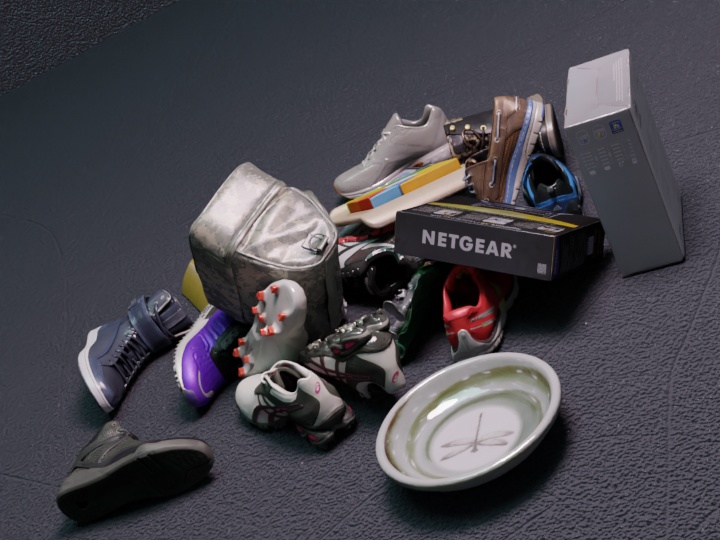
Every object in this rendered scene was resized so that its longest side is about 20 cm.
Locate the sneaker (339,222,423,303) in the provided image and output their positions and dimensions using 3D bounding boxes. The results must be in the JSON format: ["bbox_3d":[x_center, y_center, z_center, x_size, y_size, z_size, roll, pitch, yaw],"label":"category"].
[{"bbox_3d":[0.000,0.000,1.754,0.199,0.071,0.098,-19,35,28],"label":"sneaker"}]

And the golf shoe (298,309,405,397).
[{"bbox_3d":[-0.011,0.107,1.553,0.077,0.089,0.200,-29,1,-19],"label":"golf shoe"}]

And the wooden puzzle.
[{"bbox_3d":[0.059,-0.106,1.805,0.184,0.038,0.200,-25,10,-13],"label":"wooden puzzle"}]

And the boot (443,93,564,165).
[{"bbox_3d":[0.194,-0.184,1.877,0.149,0.074,0.200,-15,21,4],"label":"boot"}]

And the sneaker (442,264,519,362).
[{"bbox_3d":[0.133,0.019,1.579,0.076,0.085,0.201,-16,28,18],"label":"sneaker"}]

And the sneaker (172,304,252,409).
[{"bbox_3d":[-0.167,0.093,1.741,0.099,0.070,0.201,-13,30,21],"label":"sneaker"}]

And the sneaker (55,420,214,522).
[{"bbox_3d":[-0.256,0.214,1.596,0.198,0.076,0.115,-22,32,21],"label":"sneaker"}]

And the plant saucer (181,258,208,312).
[{"bbox_3d":[-0.154,-0.013,1.947,0.199,0.049,0.200,-33,26,-12],"label":"plant saucer"}]

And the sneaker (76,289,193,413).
[{"bbox_3d":[-0.298,0.102,1.839,0.145,0.077,0.203,-27,25,6],"label":"sneaker"}]

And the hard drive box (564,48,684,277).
[{"bbox_3d":[0.300,-0.122,1.551,0.076,0.201,0.156,-17,27,20],"label":"hard drive box"}]

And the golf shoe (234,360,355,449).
[{"bbox_3d":[-0.085,0.136,1.571,0.077,0.088,0.199,-43,29,-27],"label":"golf shoe"}]

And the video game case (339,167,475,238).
[{"bbox_3d":[0.085,-0.083,1.877,0.199,0.026,0.181,4,40,47],"label":"video game case"}]

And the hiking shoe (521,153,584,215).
[{"bbox_3d":[0.240,-0.113,1.712,0.074,0.087,0.200,-18,28,3],"label":"hiking shoe"}]

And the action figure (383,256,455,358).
[{"bbox_3d":[0.078,0.016,1.642,0.054,0.119,0.200,30,37,10],"label":"action figure"}]

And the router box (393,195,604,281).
[{"bbox_3d":[0.161,-0.040,1.574,0.199,0.053,0.157,11,14,30],"label":"router box"}]

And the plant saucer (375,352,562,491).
[{"bbox_3d":[0.114,0.162,1.377,0.199,0.050,0.201,-21,27,11],"label":"plant saucer"}]

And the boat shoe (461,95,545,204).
[{"bbox_3d":[0.164,-0.121,1.698,0.072,0.202,0.072,17,14,-2],"label":"boat shoe"}]

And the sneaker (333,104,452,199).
[{"bbox_3d":[0.044,-0.180,2.015,0.199,0.092,0.076,-26,25,2],"label":"sneaker"}]

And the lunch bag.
[{"bbox_3d":[-0.099,-0.010,1.669,0.167,0.201,0.140,29,64,18],"label":"lunch bag"}]

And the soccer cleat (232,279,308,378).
[{"bbox_3d":[-0.091,0.068,1.615,0.077,0.070,0.200,-5,-28,-25],"label":"soccer cleat"}]
